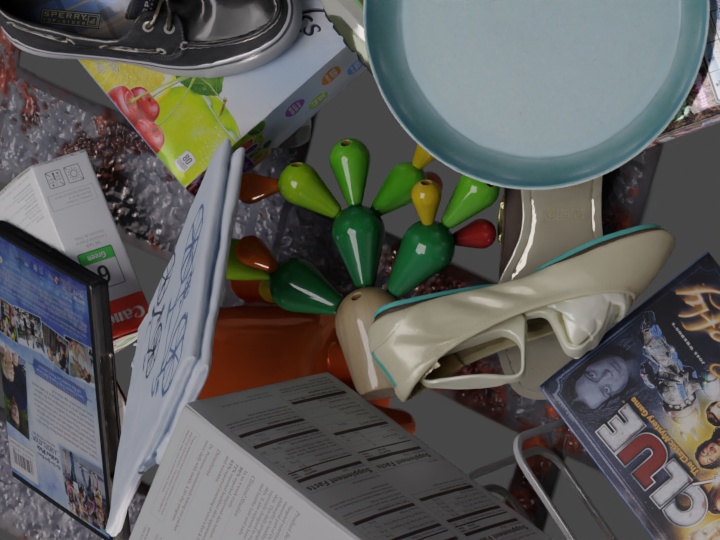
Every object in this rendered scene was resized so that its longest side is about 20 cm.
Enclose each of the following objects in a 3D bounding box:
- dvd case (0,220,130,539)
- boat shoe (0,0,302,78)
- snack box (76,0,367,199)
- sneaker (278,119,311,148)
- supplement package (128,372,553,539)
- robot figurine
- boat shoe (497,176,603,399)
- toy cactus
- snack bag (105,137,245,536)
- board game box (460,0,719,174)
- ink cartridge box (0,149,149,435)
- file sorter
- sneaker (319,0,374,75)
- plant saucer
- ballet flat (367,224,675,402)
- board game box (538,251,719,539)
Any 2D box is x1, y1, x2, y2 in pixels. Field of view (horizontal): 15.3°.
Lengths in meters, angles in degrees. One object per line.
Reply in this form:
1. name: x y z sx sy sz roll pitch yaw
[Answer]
1. dvd case: -0.210 0.078 1.861 0.142 0.017 0.201 26 126 47
2. boat shoe: -0.138 -0.166 1.678 0.198 0.066 0.070 6 80 13
3. snack box: -0.083 -0.171 1.737 0.200 0.068 0.169 -41 74 0
4. sneaker: -0.106 -0.154 1.800 0.200 0.070 0.081 39 113 22
5. supplement package: -0.017 0.184 1.592 0.200 0.150 0.153 35 114 27
6. robot figurine: -0.060 0.083 1.782 0.199 0.117 0.145 0 122 32
7. boat shoe: 0.119 -0.021 1.686 0.071 0.060 0.202 1 102 -1
8. toy cactus: 0.000 0.000 1.693 0.199 0.102 0.166 -11 75 10
9. snack bag: -0.116 0.048 1.669 0.021 0.189 0.200 16 135 -12
10. board game box: 0.167 -0.156 1.574 0.199 0.097 0.161 -18 88 12
11. ink cartridge box: -0.195 0.028 1.876 0.109 0.050 0.201 -31 81 57
12. file sorter: 0.094 0.195 1.691 0.200 0.138 0.125 -41 75 30
13. sneaker: -0.003 -0.210 1.653 0.088 0.077 0.200 -40 84 12
14. plant saucer: 0.101 -0.146 1.526 0.199 0.027 0.202 0 90 12
15. ballet flat: 0.104 0.032 1.624 0.199 0.069 0.070 -18 88 -1
16. board game box: 0.221 0.109 1.626 0.135 0.035 0.200 -39 76 4
